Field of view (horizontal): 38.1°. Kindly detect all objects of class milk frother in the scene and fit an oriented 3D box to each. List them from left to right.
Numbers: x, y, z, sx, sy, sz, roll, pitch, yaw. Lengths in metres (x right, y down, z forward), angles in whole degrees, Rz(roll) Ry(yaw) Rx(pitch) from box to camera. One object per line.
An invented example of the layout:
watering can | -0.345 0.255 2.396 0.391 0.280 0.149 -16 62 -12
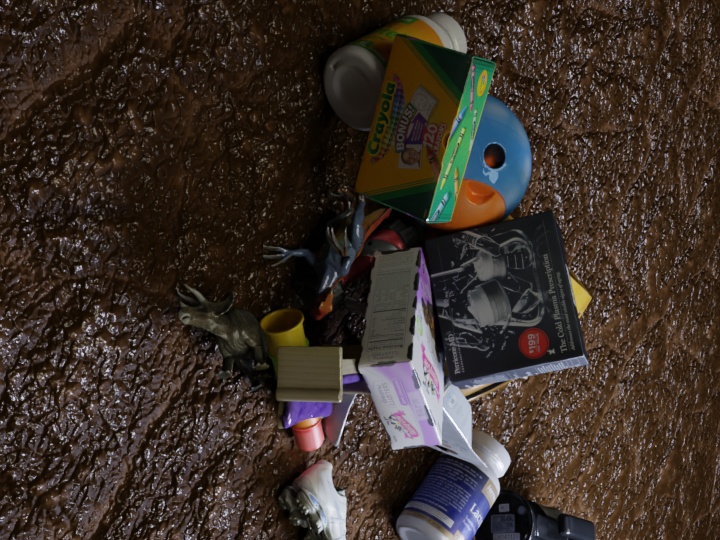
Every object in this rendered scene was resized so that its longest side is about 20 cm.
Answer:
milk frother | 0.306 0.510 1.840 0.188 0.179 0.202 30 74 -49

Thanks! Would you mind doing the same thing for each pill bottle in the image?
pill bottle | 0.053 -0.272 1.384 0.199 0.110 0.112 -36 125 -39
pill bottle | 0.152 0.359 1.668 0.200 0.115 0.116 -52 134 -28

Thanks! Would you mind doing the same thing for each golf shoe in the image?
golf shoe | -0.040 0.357 1.472 0.097 0.078 0.202 -47 133 -39

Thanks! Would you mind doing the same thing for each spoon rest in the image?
spoon rest | -0.012 0.144 1.434 0.099 0.060 0.202 -77 178 -80

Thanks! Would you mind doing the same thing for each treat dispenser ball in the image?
treat dispenser ball | 0.137 -0.150 1.448 0.200 0.199 0.203 -17 112 -47

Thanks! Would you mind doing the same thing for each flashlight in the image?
flashlight | 0.000 0.000 1.427 0.200 0.067 0.069 -38 122 -40

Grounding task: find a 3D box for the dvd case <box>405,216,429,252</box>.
dvd case | 0.104 -0.026 1.583 0.142 0.017 0.202 32 75 -50

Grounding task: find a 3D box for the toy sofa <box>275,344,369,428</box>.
toy sofa | -0.036 0.141 1.296 0.200 0.082 0.099 16 74 -75

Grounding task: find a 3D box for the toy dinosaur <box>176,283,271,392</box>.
toy dinosaur | -0.141 0.085 1.270 0.200 0.076 0.103 40 35 -61

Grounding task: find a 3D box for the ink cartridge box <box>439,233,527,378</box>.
ink cartridge box | 0.181 0.040 1.516 0.075 0.163 0.202 32 71 -69

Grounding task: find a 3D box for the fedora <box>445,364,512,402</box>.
fedora | 0.166 0.156 1.618 0.199 0.200 0.083 -9 70 -49

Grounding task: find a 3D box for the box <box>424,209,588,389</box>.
box | 0.198 0.044 1.415 0.104 0.180 0.202 34 44 -71

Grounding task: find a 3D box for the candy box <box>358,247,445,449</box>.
candy box | 0.060 0.101 1.364 0.201 0.071 0.169 -82 159 -45

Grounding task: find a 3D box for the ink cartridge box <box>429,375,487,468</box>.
ink cartridge box | 0.099 0.204 1.527 0.048 0.159 0.200 -57 137 -20

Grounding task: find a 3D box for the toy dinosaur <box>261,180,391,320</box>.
toy dinosaur | -0.018 -0.019 1.341 0.199 0.104 0.184 15 73 -37

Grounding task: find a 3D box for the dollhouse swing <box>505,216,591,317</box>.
dollhouse swing | 0.243 0.012 1.673 0.200 0.175 0.183 33 90 -49

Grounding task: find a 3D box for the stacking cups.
stacking cups | -0.084 0.151 1.372 0.060 0.060 0.202 -35 126 -39

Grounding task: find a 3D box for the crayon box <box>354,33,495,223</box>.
crayon box | 0.076 -0.172 1.267 0.058 0.118 0.202 -3 113 -52

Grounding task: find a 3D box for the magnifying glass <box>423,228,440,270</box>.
magnifying glass | 0.095 0.018 1.556 0.079 0.022 0.202 9 94 -51
